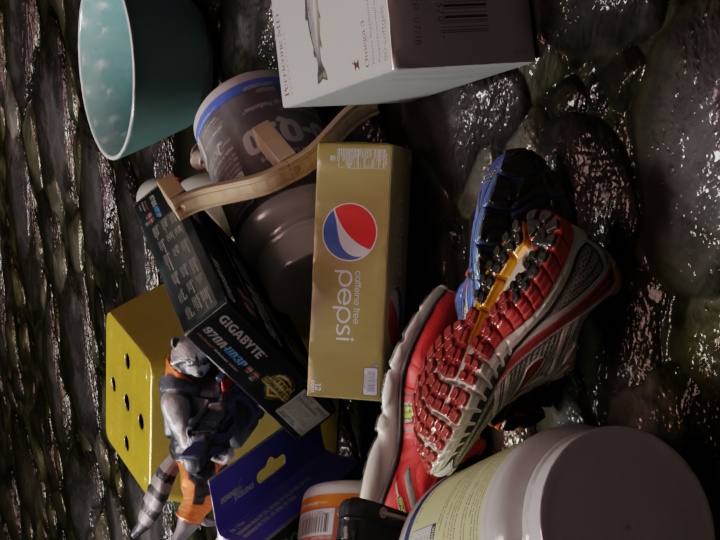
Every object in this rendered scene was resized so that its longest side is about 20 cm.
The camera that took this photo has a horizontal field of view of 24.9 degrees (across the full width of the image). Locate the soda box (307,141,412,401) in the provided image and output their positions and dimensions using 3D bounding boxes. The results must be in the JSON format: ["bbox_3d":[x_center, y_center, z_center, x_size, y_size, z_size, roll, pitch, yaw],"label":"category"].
[{"bbox_3d":[0.000,0.000,1.296,0.068,0.063,0.202,0,-87,-75],"label":"soda box"}]

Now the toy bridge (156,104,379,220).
[{"bbox_3d":[-0.066,-0.097,1.335,0.067,0.199,0.027,50,165,50],"label":"toy bridge"}]

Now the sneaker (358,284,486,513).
[{"bbox_3d":[0.059,0.114,1.260,0.077,0.084,0.202,11,-89,-77],"label":"sneaker"}]

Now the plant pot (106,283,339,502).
[{"bbox_3d":[-0.140,0.114,1.550,0.200,0.175,0.202,38,130,56],"label":"plant pot"}]

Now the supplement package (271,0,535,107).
[{"bbox_3d":[0.025,-0.191,1.195,0.200,0.116,0.118,-7,90,65],"label":"supplement package"}]

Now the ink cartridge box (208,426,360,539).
[{"bbox_3d":[-0.055,0.238,1.387,0.043,0.198,0.202,0,105,26],"label":"ink cartridge box"}]

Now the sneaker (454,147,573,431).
[{"bbox_3d":[0.097,0.010,1.146,0.078,0.075,0.202,-138,49,-59],"label":"sneaker"}]

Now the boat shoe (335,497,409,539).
[{"bbox_3d":[0.048,0.206,1.184,0.075,0.200,0.061,-5,73,29],"label":"boat shoe"}]

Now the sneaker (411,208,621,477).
[{"bbox_3d":[0.102,0.061,1.077,0.201,0.082,0.078,-56,27,21],"label":"sneaker"}]

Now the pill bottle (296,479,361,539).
[{"bbox_3d":[-0.003,0.279,1.306,0.112,0.111,0.202,141,140,-61],"label":"pill bottle"}]

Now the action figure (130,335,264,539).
[{"bbox_3d":[-0.147,0.148,1.373,0.200,0.103,0.196,-37,-47,-73],"label":"action figure"}]

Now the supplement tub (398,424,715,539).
[{"bbox_3d":[0.121,0.182,1.046,0.200,0.144,0.147,141,119,-61],"label":"supplement tub"}]

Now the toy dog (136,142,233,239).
[{"bbox_3d":[-0.141,-0.055,1.610,0.097,0.131,0.200,58,172,-22],"label":"toy dog"}]

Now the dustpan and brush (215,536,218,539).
[{"bbox_3d":[-0.112,0.267,1.493,0.057,0.198,0.141,-82,-4,-72],"label":"dustpan and brush"}]

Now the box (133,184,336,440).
[{"bbox_3d":[-0.107,0.030,1.359,0.159,0.046,0.200,48,-173,-37],"label":"box"}]

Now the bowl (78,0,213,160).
[{"bbox_3d":[-0.224,-0.222,1.729,0.200,0.104,0.203,24,117,61],"label":"bowl"}]

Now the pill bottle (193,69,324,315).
[{"bbox_3d":[-0.066,-0.067,1.422,0.201,0.113,0.114,66,149,32],"label":"pill bottle"}]
